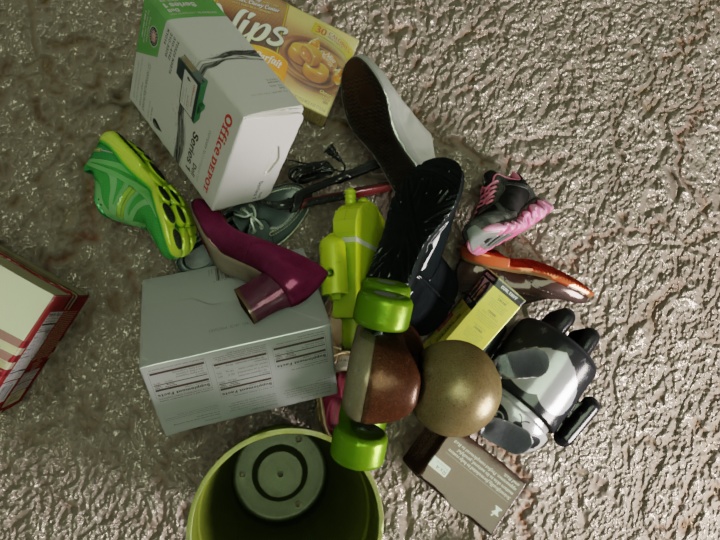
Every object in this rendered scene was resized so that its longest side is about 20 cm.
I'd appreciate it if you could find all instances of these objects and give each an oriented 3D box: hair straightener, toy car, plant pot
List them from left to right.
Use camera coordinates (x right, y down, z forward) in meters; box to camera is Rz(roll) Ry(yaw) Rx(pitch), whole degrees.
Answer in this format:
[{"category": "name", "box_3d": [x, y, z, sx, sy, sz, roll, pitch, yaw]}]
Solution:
[{"category": "plant pot", "box_3d": [-0.091, 0.264, 0.684, 0.199, 0.193, 0.202, 0, 88, -11]}, {"category": "hair straightener", "box_3d": [-0.044, -0.124, 0.766, 0.199, 0.041, 0.077, -17, 90, -23]}, {"category": "toy car", "box_3d": [0.083, 0.111, 0.589, 0.198, 0.158, 0.166, 10, 98, 2]}]

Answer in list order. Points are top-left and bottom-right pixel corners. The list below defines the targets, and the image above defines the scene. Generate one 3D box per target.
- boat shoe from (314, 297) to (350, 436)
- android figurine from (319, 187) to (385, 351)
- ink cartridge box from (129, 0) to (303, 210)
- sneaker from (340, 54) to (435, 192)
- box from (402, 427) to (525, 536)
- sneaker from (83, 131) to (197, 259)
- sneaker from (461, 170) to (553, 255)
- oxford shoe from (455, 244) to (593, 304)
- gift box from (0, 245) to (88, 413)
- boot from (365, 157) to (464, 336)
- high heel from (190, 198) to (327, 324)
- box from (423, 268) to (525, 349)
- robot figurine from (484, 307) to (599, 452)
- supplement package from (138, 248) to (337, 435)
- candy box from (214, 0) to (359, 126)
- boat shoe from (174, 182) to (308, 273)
[{"category": "boat shoe", "box_3d": [-0.022, 0.126, 0.765, 0.073, 0.069, 0.202, 3, 87, -10]}, {"category": "android figurine", "box_3d": [0.000, 0.000, 0.725, 0.041, 0.182, 0.202, -5, 82, 21]}, {"category": "ink cartridge box", "box_3d": [-0.171, -0.192, 0.668, 0.084, 0.146, 0.200, -23, 67, -41]}, {"category": "sneaker", "box_3d": [0.043, -0.188, 0.771, 0.085, 0.073, 0.201, -31, 96, -50]}, {"category": "box", "box_3d": [0.116, 0.243, 0.711, 0.100, 0.200, 0.075, 38, 81, 6]}, {"category": "sneaker", "box_3d": [-0.271, -0.081, 0.717, 0.084, 0.074, 0.200, -43, 69, 8]}, {"category": "sneaker", "box_3d": [0.182, -0.086, 0.780, 0.200, 0.079, 0.096, -24, 83, -51]}, {"category": "oxford shoe", "box_3d": [0.228, 0.021, 0.824, 0.199, 0.071, 0.073, 16, 102, -3]}, {"category": "gift box", "box_3d": [-0.447, 0.058, 0.633, 0.186, 0.184, 0.201, 33, 76, -9]}, {"category": "boot", "box_3d": [0.086, -0.023, 0.746, 0.076, 0.168, 0.201, 21, 83, 27]}, {"category": "high heel", "box_3d": [-0.123, -0.029, 0.671, 0.096, 0.068, 0.200, -29, 60, -16]}, {"category": "box", "box_3d": [0.126, 0.093, 0.767, 0.050, 0.075, 0.200, 38, 99, -5]}, {"category": "robot figurine", "box_3d": [0.232, 0.145, 0.782, 0.200, 0.150, 0.125, -49, 136, -9]}, {"category": "supplement package", "box_3d": [-0.143, 0.077, 0.686, 0.199, 0.156, 0.111, -11, 127, -11]}, {"category": "candy box", "box_3d": [-0.115, -0.289, 0.771, 0.199, 0.055, 0.116, 23, 84, -8]}, {"category": "boat shoe", "box_3d": [-0.148, -0.051, 0.752, 0.199, 0.062, 0.073, -32, 93, -10]}]
